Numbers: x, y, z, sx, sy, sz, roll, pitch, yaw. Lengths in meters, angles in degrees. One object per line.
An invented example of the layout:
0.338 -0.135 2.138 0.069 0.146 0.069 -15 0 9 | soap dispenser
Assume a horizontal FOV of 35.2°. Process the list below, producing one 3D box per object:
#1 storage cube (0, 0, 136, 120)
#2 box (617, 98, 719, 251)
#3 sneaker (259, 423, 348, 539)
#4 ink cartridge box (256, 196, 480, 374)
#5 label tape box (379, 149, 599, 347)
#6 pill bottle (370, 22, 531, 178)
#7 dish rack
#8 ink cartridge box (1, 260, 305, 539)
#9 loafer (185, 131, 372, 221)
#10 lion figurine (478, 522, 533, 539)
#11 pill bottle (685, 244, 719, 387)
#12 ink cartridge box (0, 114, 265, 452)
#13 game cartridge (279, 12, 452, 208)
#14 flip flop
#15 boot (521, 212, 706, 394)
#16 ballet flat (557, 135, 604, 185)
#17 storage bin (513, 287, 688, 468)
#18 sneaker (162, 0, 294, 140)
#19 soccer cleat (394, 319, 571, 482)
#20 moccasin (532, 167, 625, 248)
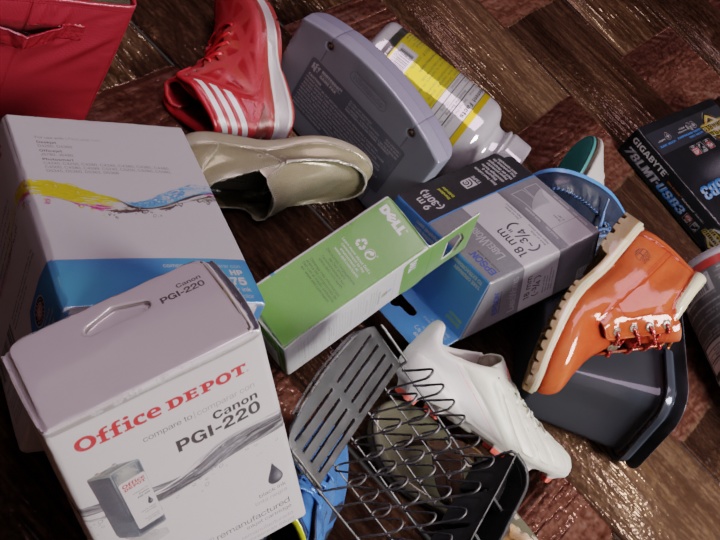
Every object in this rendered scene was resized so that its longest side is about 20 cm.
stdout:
-0.313 -0.225 0.945 0.171 0.180 0.200 -3 59 -35 | storage cube
0.457 -0.117 1.463 0.200 0.050 0.199 -22 69 -42 | box
-0.045 0.183 0.867 0.066 0.078 0.200 33 43 -4 | sneaker
0.000 0.000 0.960 0.200 0.104 0.059 -35 77 -11 | ink cartridge box
0.101 -0.021 1.068 0.200 0.063 0.144 -25 51 -25 | label tape box
0.078 -0.160 1.200 0.200 0.111 0.111 39 44 -1 | pill bottle
0.035 0.145 0.860 0.200 0.055 0.153 54 47 -21 | dish rack
-0.127 0.110 0.745 0.146 0.200 0.085 -26 44 -17 | ink cartridge box
-0.081 -0.082 1.064 0.200 0.076 0.068 0 57 -22 | loafer
0.166 0.290 0.918 0.200 0.072 0.123 28 56 -20 | lion figurine
0.434 0.075 1.243 0.116 0.116 0.200 4 54 -31 | pill bottle
-0.188 0.005 0.838 0.146 0.147 0.200 -1 45 -32 | ink cartridge box
-0.002 -0.154 1.127 0.200 0.133 0.040 48 50 8 | game cartridge
0.089 0.184 0.968 0.200 0.058 0.081 47 44 7 | flip flop
0.226 0.048 1.007 0.107 0.075 0.200 37 69 11 | boot
0.240 -0.071 1.276 0.069 0.069 0.200 36 50 -4 | ballet flat
0.230 0.069 1.108 0.134 0.146 0.200 16 47 -8 | storage bin
-0.141 -0.213 1.123 0.115 0.078 0.200 2 54 -34 | sneaker
0.121 0.119 1.004 0.200 0.078 0.069 34 -1 -20 | soccer cleat
0.244 -0.035 1.173 0.200 0.080 0.068 33 58 -35 | moccasin
